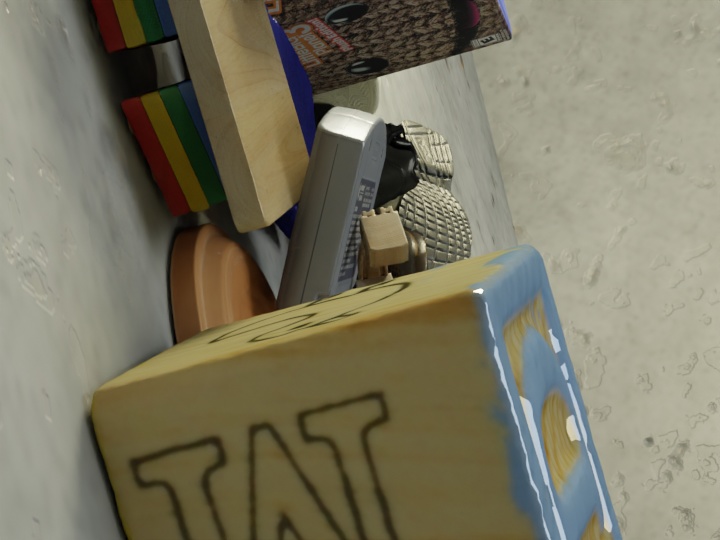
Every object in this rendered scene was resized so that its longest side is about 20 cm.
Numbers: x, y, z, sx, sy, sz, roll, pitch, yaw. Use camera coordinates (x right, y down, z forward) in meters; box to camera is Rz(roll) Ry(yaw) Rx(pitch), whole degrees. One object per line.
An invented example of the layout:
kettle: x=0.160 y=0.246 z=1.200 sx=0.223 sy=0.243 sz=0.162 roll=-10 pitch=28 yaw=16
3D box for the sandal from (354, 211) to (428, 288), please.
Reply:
sandal: x=0.000 y=0.000 z=1.540 sx=0.200 sy=0.054 sz=0.082 roll=-155 pitch=-119 yaw=-71

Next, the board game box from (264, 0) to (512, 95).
board game box: x=0.002 y=-0.225 z=1.575 sx=0.159 sy=0.199 sz=0.097 roll=47 pitch=30 yaw=-69

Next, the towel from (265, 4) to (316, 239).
towel: x=-0.075 y=-0.114 z=1.426 sx=0.200 sy=0.049 sz=0.149 roll=52 pitch=31 yaw=-68

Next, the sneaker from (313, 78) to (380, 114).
sneaker: x=-0.032 y=-0.229 z=1.760 sx=0.112 sy=0.076 sz=0.200 roll=-84 pitch=152 yaw=-42

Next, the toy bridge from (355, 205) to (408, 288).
toy bridge: x=0.016 y=0.030 z=1.348 sx=0.201 sy=0.027 sz=0.067 roll=85 pitch=-9 yaw=-48

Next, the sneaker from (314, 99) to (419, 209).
sneaker: x=-0.004 y=-0.089 z=1.603 sx=0.200 sy=0.090 sz=0.076 roll=-117 pitch=-167 yaw=-64

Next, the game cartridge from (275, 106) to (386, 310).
game cartridge: x=-0.015 y=-0.038 z=1.307 sx=0.200 sy=0.041 sz=0.134 roll=-12 pitch=119 yaw=-86

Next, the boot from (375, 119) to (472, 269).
boot: x=0.029 y=-0.018 z=1.650 sx=0.067 sy=0.131 sz=0.201 roll=22 pitch=36 yaw=-18

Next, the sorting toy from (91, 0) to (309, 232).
sorting toy: x=-0.099 y=-0.125 z=1.212 sx=0.200 sy=0.069 sz=0.200 roll=-53 pitch=127 yaw=-79

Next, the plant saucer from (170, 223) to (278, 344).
plant saucer: x=-0.065 y=0.068 z=1.217 sx=0.200 sy=0.032 sz=0.201 roll=-16 pitch=90 yaw=-82

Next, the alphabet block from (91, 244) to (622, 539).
alphabet block: x=0.009 y=0.113 z=1.010 sx=0.195 sy=0.199 sz=0.197 roll=-26 pitch=100 yaw=-76
